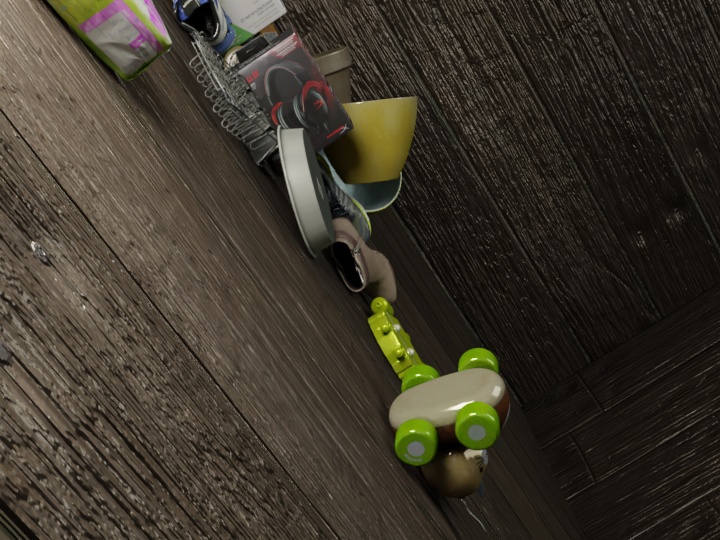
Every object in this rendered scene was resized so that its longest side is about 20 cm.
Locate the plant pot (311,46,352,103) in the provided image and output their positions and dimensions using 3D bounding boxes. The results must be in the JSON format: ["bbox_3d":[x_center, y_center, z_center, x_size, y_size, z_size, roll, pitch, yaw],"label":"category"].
[{"bbox_3d":[-0.094,-0.354,2.221,0.200,0.197,0.176,-95,168,-76],"label":"plant pot"}]

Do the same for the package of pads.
[{"bbox_3d":[-0.272,-0.294,1.028,0.200,0.068,0.155,49,10,-52],"label":"package of pads"}]

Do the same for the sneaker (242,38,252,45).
[{"bbox_3d":[-0.274,-0.500,2.004,0.100,0.078,0.200,52,-5,28],"label":"sneaker"}]

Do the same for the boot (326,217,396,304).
[{"bbox_3d":[0.000,0.000,1.776,0.201,0.070,0.147,55,13,-17],"label":"boot"}]

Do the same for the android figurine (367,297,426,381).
[{"bbox_3d":[0.067,0.128,1.760,0.183,0.041,0.200,61,5,18],"label":"android figurine"}]

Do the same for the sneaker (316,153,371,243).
[{"bbox_3d":[-0.055,-0.121,1.911,0.200,0.074,0.081,50,14,-10],"label":"sneaker"}]

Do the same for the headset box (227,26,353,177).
[{"bbox_3d":[-0.125,-0.277,1.704,0.201,0.148,0.075,56,6,-21],"label":"headset box"}]

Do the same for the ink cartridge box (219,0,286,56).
[{"bbox_3d":[-0.243,-0.503,1.864,0.201,0.144,0.084,55,7,-26],"label":"ink cartridge box"}]

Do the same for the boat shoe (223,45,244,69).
[{"bbox_3d":[-0.166,-0.279,1.784,0.202,0.071,0.066,58,-3,-16],"label":"boat shoe"}]

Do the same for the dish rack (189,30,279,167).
[{"bbox_3d":[-0.187,-0.248,1.529,0.154,0.054,0.200,59,8,21],"label":"dish rack"}]

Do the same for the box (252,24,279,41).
[{"bbox_3d":[-0.156,-0.349,2.006,0.201,0.041,0.120,63,-32,29],"label":"box"}]

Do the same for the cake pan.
[{"bbox_3d":[-0.078,-0.120,1.578,0.200,0.036,0.203,-15,90,-86],"label":"cake pan"}]

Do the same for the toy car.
[{"bbox_3d":[0.136,0.235,1.384,0.165,0.156,0.202,-76,146,-65],"label":"toy car"}]

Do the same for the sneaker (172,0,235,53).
[{"bbox_3d":[-0.267,-0.441,1.685,0.201,0.080,0.115,59,4,-6],"label":"sneaker"}]

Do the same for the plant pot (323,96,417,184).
[{"bbox_3d":[0.012,-0.233,1.940,0.200,0.197,0.144,-67,152,-82],"label":"plant pot"}]

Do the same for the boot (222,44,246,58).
[{"bbox_3d":[-0.191,-0.336,1.919,0.133,0.069,0.200,63,12,-13],"label":"boot"}]

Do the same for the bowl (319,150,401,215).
[{"bbox_3d":[-0.029,-0.181,2.057,0.202,0.199,0.108,59,-36,7],"label":"bowl"}]
